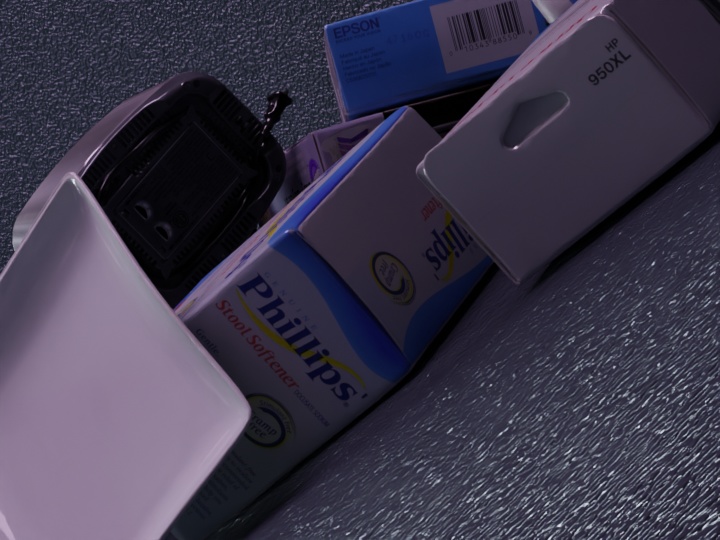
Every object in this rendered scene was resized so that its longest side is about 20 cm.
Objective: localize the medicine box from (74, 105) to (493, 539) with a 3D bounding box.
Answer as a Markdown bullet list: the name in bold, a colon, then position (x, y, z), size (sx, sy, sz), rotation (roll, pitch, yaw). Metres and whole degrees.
- **medicine box**: position (-0.034, 0.029, 1.620), size (0.200, 0.103, 0.182), rotation (-41, 5, 33)

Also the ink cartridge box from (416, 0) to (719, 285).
- **ink cartridge box**: position (0.131, -0.097, 1.474), size (0.144, 0.084, 0.200), rotation (-40, 4, 33)

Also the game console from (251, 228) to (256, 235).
- **game console**: position (-0.135, 0.001, 2.045), size (0.176, 0.116, 0.201), rotation (73, -161, -71)

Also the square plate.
- **square plate**: position (-0.151, 0.084, 1.564), size (0.028, 0.200, 0.199), rotation (8, -56, -49)

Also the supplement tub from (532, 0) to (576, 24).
- **supplement tub**: position (0.198, -0.216, 1.732), size (0.200, 0.132, 0.132), rotation (-41, 5, 18)

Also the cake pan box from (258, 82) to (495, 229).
- **cake pan box**: position (0.034, -0.078, 1.929), size (0.183, 0.053, 0.200), rotation (-18, -3, -18)

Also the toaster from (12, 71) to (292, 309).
- **toaster**: position (-0.138, -0.048, 1.887), size (0.200, 0.114, 0.129), rotation (-51, 17, -18)

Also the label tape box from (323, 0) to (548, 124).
- **label tape box**: position (0.051, -0.141, 1.948), size (0.142, 0.067, 0.200), rotation (-16, -1, -1)
